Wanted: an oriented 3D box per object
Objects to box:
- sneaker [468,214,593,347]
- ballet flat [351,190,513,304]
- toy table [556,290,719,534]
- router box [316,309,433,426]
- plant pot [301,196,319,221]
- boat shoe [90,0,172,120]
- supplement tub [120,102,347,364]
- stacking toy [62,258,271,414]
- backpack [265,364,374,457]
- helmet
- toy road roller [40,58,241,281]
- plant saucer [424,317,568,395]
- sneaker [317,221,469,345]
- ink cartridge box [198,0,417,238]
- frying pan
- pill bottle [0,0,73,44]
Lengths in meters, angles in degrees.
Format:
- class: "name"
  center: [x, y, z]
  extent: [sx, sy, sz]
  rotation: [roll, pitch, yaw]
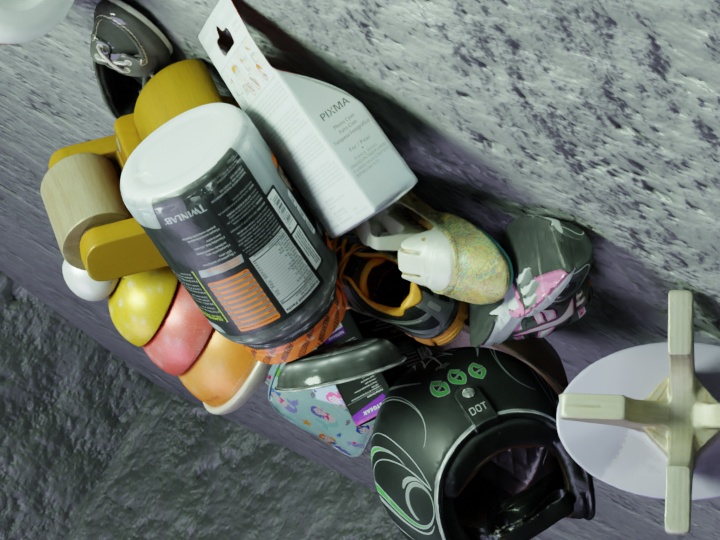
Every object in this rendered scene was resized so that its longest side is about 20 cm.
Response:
- class: "sneaker"
  center: [0.154, 0.007, 1.546]
  extent: [0.086, 0.081, 0.200]
  rotation: [-1, 167, -16]
- class: "ballet flat"
  center: [0.046, -0.022, 1.562]
  extent: [0.071, 0.071, 0.200]
  rotation: [40, 180, -41]
- class: "toy table"
  center: [0.250, 0.116, 1.500]
  extent: [0.198, 0.186, 0.117]
  rotation: [-11, 168, 10]
- class: "router box"
  center: [0.009, 0.063, 1.827]
  extent: [0.150, 0.051, 0.200]
  rotation: [63, -164, 6]
- class: "plant pot"
  center: [-0.096, -0.078, 1.830]
  extent: [0.199, 0.028, 0.200]
  rotation: [36, 176, 3]
- class: "boat shoe"
  center: [-0.201, -0.176, 1.652]
  extent: [0.067, 0.057, 0.200]
  rotation: [29, 169, 7]
- class: "supplement tub"
  center: [-0.098, -0.026, 1.553]
  extent: [0.122, 0.123, 0.201]
  rotation: [17, 147, 50]
- class: "stacking toy"
  center: [-0.173, 0.029, 1.703]
  extent: [0.199, 0.147, 0.146]
  rotation: [26, 171, -23]
- class: "backpack"
  center: [-0.025, 0.098, 2.143]
  extent: [0.199, 0.151, 0.178]
  rotation: [35, 140, 7]
- class: "helmet"
  center: [0.100, 0.165, 1.667]
  extent: [0.199, 0.201, 0.191]
  rotation: [35, -178, -23]
- class: "toy road roller"
  center: [-0.175, -0.094, 1.635]
  extent: [0.147, 0.198, 0.123]
  rotation: [89, 160, -48]
- class: "plant saucer"
  center: [0.112, 0.062, 1.759]
  extent: [0.199, 0.037, 0.200]
  rotation: [29, 169, 6]
- class: "sneaker"
  center: [0.000, 0.000, 1.648]
  extent: [0.199, 0.079, 0.077]
  rotation: [20, 174, 31]
- class: "ink cartridge box"
  center: [-0.045, -0.126, 1.489]
  extent: [0.201, 0.047, 0.160]
  rotation: [56, 166, -2]
- class: "frying pan"
  center: [0.011, 0.071, 1.613]
  extent: [0.115, 0.189, 0.031]
  rotation: [-7, 99, 55]
- class: "pill bottle"
  center: [-0.307, -0.235, 1.521]
  extent: [0.112, 0.113, 0.200]
  rotation: [36, 167, -27]
